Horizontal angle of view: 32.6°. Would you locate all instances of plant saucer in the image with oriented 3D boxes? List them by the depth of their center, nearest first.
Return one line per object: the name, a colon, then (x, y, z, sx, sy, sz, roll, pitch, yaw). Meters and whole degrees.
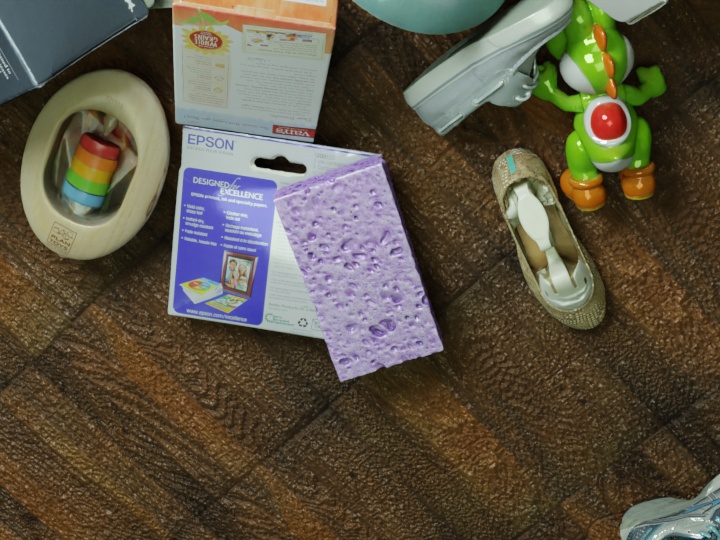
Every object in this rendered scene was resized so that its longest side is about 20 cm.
plant saucer: (0.050, -0.294, 1.018, 0.199, 0.201, 0.036, 35, 152, -9)

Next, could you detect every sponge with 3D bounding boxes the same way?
sponge: (0.000, 0.000, 1.178, 0.110, 0.030, 0.202, -16, 112, 9)

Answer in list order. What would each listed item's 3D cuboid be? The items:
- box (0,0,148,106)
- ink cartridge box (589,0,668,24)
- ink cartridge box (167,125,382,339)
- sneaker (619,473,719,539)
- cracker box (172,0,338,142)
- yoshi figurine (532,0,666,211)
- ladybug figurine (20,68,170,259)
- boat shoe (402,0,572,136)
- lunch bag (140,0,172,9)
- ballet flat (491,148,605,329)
box: (-0.311, -0.209, 1.065, 0.198, 0.149, 0.108, -13, 114, 40)
ink cartridge box: (0.224, -0.327, 0.992, 0.144, 0.084, 0.202, 32, 83, -8)
ink cartridge box: (-0.083, -0.038, 1.206, 0.195, 0.044, 0.203, 9, 114, 1)
sneaker: (0.365, 0.266, 1.258, 0.198, 0.087, 0.078, -27, 108, 16)
cracker box: (-0.093, -0.188, 1.067, 0.132, 0.059, 0.200, 7, 157, -5)
yoshi figurine: (0.212, -0.164, 1.113, 0.111, 0.112, 0.202, 18, 136, 40)
ladybug figurine: (-0.251, -0.103, 1.182, 0.134, 0.072, 0.202, 28, 112, -6)
boat shoe: (0.122, -0.178, 1.085, 0.072, 0.070, 0.200, 50, 139, -12)
lunch bag: (-0.158, -0.318, 1.065, 0.197, 0.118, 0.166, -4, 116, 16)
ballet flat: (0.178, -0.018, 1.175, 0.070, 0.065, 0.202, -26, 107, 15)
